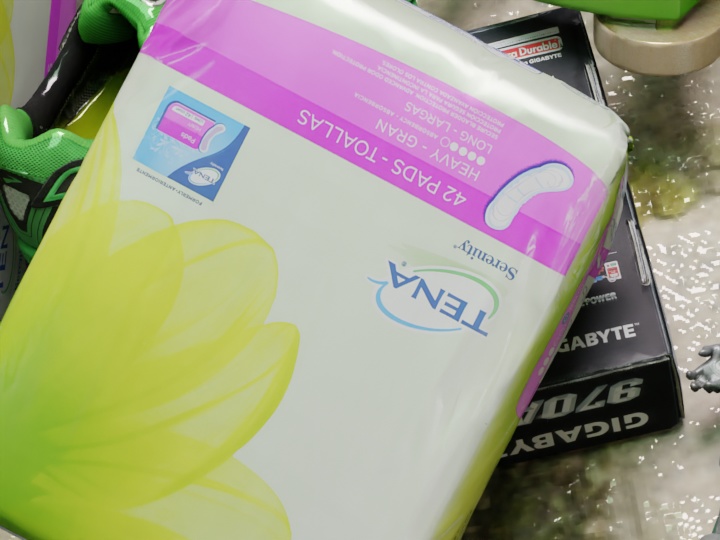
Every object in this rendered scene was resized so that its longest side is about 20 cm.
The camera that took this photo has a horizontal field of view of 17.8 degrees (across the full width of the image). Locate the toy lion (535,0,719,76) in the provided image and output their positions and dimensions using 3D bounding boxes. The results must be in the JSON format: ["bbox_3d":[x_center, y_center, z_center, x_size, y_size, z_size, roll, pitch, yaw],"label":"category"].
[{"bbox_3d":[0.089,-0.166,0.871,0.191,0.069,0.200,20,44,30],"label":"toy lion"}]

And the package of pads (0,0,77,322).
[{"bbox_3d":[-0.150,-0.069,0.772,0.068,0.154,0.202,7,99,12],"label":"package of pads"}]

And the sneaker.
[{"bbox_3d":[-0.048,-0.079,0.793,0.078,0.085,0.200,24,63,29],"label":"sneaker"}]

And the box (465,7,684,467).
[{"bbox_3d":[0.000,0.000,0.806,0.198,0.046,0.160,-14,53,4],"label":"box"}]

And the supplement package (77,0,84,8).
[{"bbox_3d":[-0.111,-0.198,0.928,0.199,0.118,0.117,-31,54,-8],"label":"supplement package"}]

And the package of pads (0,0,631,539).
[{"bbox_3d":[-0.019,0.014,0.705,0.154,0.068,0.201,28,92,6],"label":"package of pads"}]

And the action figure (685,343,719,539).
[{"bbox_3d":[0.144,0.027,0.727,0.054,0.118,0.201,32,53,-4],"label":"action figure"}]
